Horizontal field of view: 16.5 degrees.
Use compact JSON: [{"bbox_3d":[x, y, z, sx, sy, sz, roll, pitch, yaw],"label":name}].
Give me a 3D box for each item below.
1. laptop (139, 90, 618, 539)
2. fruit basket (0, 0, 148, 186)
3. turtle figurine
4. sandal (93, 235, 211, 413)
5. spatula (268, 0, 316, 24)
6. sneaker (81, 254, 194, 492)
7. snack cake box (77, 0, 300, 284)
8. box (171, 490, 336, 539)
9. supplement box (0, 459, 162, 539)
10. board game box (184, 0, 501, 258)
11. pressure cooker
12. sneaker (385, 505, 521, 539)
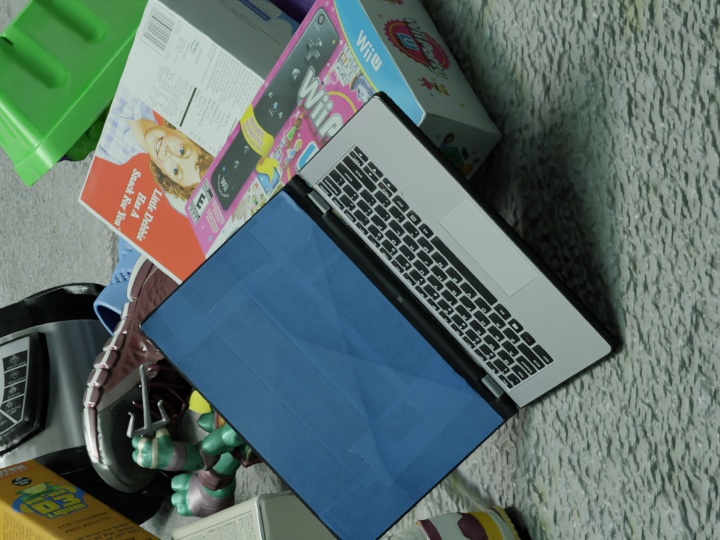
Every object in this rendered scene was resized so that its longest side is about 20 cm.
[{"bbox_3d":[0.005,0.035,1.370,0.187,0.116,0.200,46,152,-2],"label":"laptop"},{"bbox_3d":[-0.163,-0.135,1.807,0.155,0.215,0.216,169,95,-74],"label":"fruit basket"},{"bbox_3d":[-0.092,0.096,1.723,0.101,0.150,0.200,36,154,11],"label":"turtle figurine"},{"bbox_3d":[-0.167,0.021,1.928,0.080,0.087,0.200,114,146,-52],"label":"sandal"},{"bbox_3d":[-0.037,-0.101,1.646,0.056,0.021,0.200,17,129,25],"label":"spatula"},{"bbox_3d":[-0.134,0.059,1.808,0.115,0.076,0.200,-18,54,47],"label":"sneaker"},{"bbox_3d":[-0.103,-0.092,1.639,0.115,0.067,0.200,38,134,11],"label":"snack cake box"},{"bbox_3d":[-0.062,0.209,1.727,0.200,0.078,0.095,153,110,-66],"label":"box"},{"bbox_3d":[-0.216,0.208,1.840,0.200,0.066,0.069,22,118,45],"label":"supplement box"},{"bbox_3d":[-0.016,-0.060,1.493,0.200,0.064,0.148,-54,42,27],"label":"board game box"},{"bbox_3d":[-0.253,0.111,2.036,0.179,0.176,0.200,118,141,-55],"label":"pressure cooker"},{"bbox_3d":[0.034,0.224,1.483,0.075,0.090,0.200,-124,36,-49],"label":"sneaker"}]
